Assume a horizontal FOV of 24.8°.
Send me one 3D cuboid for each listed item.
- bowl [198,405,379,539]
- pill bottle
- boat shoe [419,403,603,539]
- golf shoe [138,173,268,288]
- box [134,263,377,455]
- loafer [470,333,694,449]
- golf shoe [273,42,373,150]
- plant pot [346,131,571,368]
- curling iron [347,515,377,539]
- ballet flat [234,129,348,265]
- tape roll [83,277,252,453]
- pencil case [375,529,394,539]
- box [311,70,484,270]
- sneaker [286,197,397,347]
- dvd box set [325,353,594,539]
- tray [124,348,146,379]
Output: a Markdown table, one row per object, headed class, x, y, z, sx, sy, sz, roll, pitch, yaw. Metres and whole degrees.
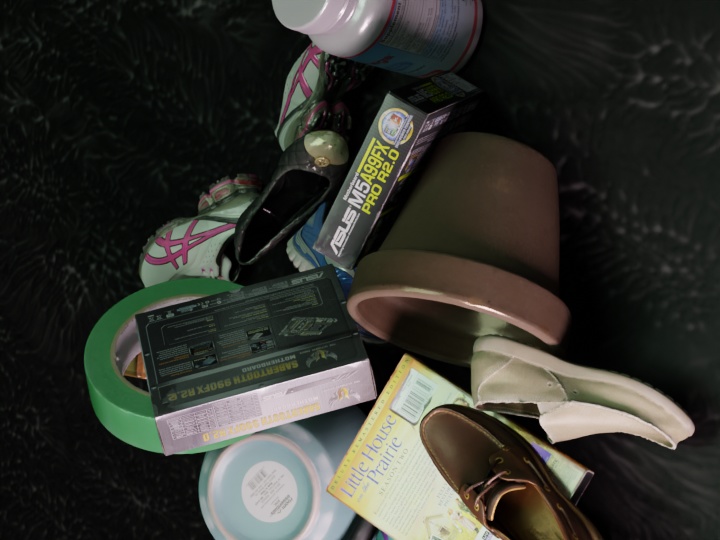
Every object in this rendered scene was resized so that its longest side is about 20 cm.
| class | x | y | z | sx | sy | sz | roll | pitch | yaw |
| --- | --- | --- | --- | --- | --- | --- | --- | --- | --- |
| bowl | -0.079 | 0.211 | 1.595 | 0.199 | 0.105 | 0.203 | 0 | 89 | 18 |
| pill bottle | 0.015 | -0.248 | 1.543 | 0.108 | 0.199 | 0.110 | -7 | 80 | 44 |
| boat shoe | 0.122 | 0.182 | 1.362 | 0.072 | 0.067 | 0.200 | -48 | 66 | 7 |
| golf shoe | -0.173 | -0.020 | 1.795 | 0.200 | 0.072 | 0.093 | -38 | 62 | 35 |
| box | -0.098 | 0.078 | 1.499 | 0.159 | 0.198 | 0.049 | -113 | 10 | -53 |
| loafer | 0.182 | 0.116 | 1.383 | 0.198 | 0.076 | 0.069 | 18 | 78 | 18 |
| golf shoe | -0.038 | -0.208 | 1.672 | 0.092 | 0.072 | 0.201 | 39 | 112 | 42 |
| plant pot | 0.105 | -0.022 | 1.458 | 0.199 | 0.200 | 0.176 | -1 | 66 | 45 |
| curling iron | 0.011 | 0.223 | 1.556 | 0.025 | 0.050 | 0.201 | 22 | 76 | 28 |
| ballet flat | -0.067 | -0.072 | 1.650 | 0.200 | 0.066 | 0.057 | -49 | 23 | 45 |
| tape roll | -0.166 | 0.089 | 1.587 | 0.200 | 0.199 | 0.048 | 41 | 148 | 39 |
| pencil case | 0.068 | 0.220 | 1.514 | 0.092 | 0.084 | 0.202 | -84 | 13 | -77 |
| box | 0.038 | -0.096 | 1.510 | 0.044 | 0.200 | 0.161 | 31 | 110 | 10 |
| sneaker | 0.000 | 0.000 | 1.617 | 0.200 | 0.078 | 0.090 | 50 | 121 | 36 |
| dvd box set | 0.084 | 0.185 | 1.432 | 0.199 | 0.029 | 0.147 | 31 | 92 | 25 |
| tray | -0.215 | 0.097 | 1.754 | 0.200 | 0.098 | 0.037 | 175 | 99 | -68 |
